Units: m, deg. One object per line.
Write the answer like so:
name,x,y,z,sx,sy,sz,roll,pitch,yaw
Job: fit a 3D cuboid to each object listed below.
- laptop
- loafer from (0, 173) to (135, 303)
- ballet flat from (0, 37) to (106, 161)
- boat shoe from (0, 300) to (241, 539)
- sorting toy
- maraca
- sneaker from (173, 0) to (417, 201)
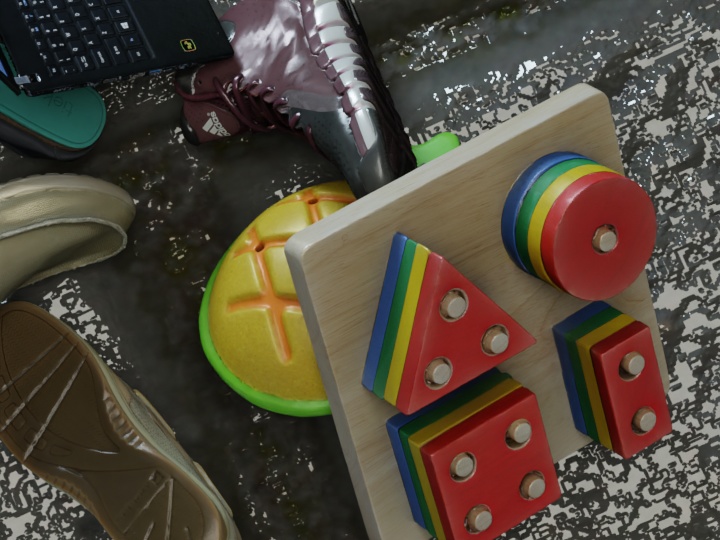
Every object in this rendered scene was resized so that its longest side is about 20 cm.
laptop,-0.179,-0.194,1.387,0.199,0.104,0.178,-13,61,-26
loafer,-0.216,0.001,1.425,0.199,0.076,0.069,-14,68,-14
ballet flat,-0.231,-0.120,1.426,0.199,0.073,0.073,33,83,-29
boat shoe,-0.140,0.098,1.441,0.200,0.065,0.072,43,93,21
sorting toy,0.081,0.035,1.375,0.199,0.069,0.200,-28,121,-21
maraca,0.000,0.000,1.434,0.137,0.107,0.200,39,70,24
sneaker,-0.041,-0.082,1.430,0.115,0.076,0.201,-26,44,8
